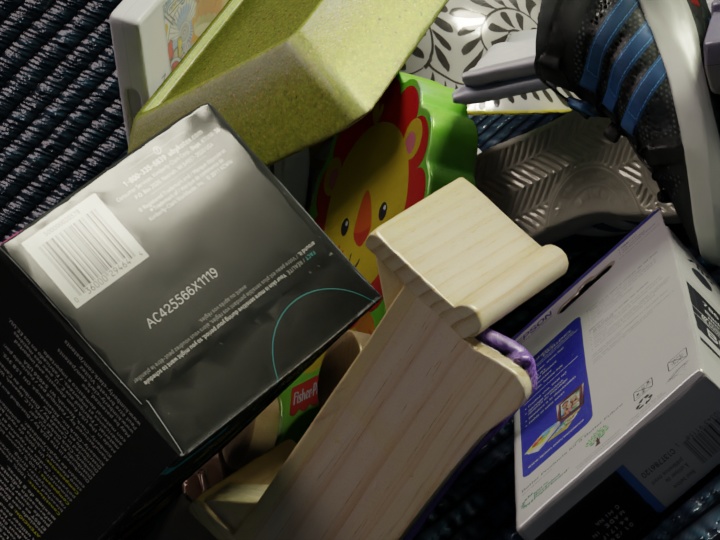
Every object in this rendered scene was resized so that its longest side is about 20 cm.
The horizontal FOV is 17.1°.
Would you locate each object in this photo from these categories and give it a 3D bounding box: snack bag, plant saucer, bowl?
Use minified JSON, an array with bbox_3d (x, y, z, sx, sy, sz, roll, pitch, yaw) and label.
[{"bbox_3d":[0.150,-0.123,1.197,0.188,0.022,0.200,-11,10,15],"label":"snack bag"},{"bbox_3d":[-0.036,-0.127,1.304,0.200,0.048,0.200,-22,26,44],"label":"plant saucer"},{"bbox_3d":[0.044,-0.142,1.448,0.200,0.095,0.201,-1,5,0],"label":"bowl"}]

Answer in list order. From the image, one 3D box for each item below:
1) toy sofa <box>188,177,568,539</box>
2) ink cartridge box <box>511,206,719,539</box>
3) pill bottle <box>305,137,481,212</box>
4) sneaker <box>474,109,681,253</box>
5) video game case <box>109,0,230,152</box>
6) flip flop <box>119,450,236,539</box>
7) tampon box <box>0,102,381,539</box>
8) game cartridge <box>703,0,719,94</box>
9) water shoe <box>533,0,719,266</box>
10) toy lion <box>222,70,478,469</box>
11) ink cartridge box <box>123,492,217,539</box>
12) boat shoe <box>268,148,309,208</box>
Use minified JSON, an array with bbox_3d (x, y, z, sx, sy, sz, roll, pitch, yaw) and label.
[{"bbox_3d":[0.016,0.066,1.071,0.083,0.098,0.200,-31,-21,-52],"label":"toy sofa"},{"bbox_3d":[0.109,0.046,0.994,0.099,0.039,0.200,-43,13,16],"label":"ink cartridge box"},{"bbox_3d":[0.021,-0.034,1.399,0.112,0.112,0.200,-46,12,-4],"label":"pill bottle"},{"bbox_3d":[0.140,-0.054,1.171,0.199,0.075,0.084,-12,-4,44],"label":"sneaker"},{"bbox_3d":[-0.082,-0.128,1.414,0.200,0.023,0.183,-56,-27,-43],"label":"video game case"},{"bbox_3d":[-0.072,0.127,1.299,0.200,0.081,0.057,-46,23,-28],"label":"flip flop"},{"bbox_3d":[-0.117,0.044,1.155,0.150,0.126,0.200,-39,-4,-39],"label":"tampon box"},{"bbox_3d":[0.229,-0.141,1.076,0.129,0.039,0.200,-9,27,20],"label":"game cartridge"},{"bbox_3d":[0.121,-0.089,1.074,0.079,0.201,0.071,-20,-14,21],"label":"water shoe"},{"bbox_3d":[0.000,0.000,1.236,0.200,0.068,0.193,-31,51,59],"label":"toy lion"},{"bbox_3d":[-0.140,0.220,1.168,0.200,0.083,0.146,-40,12,31],"label":"ink cartridge box"},{"bbox_3d":[-0.071,0.018,1.393,0.074,0.066,0.201,-153,65,-78],"label":"boat shoe"}]
